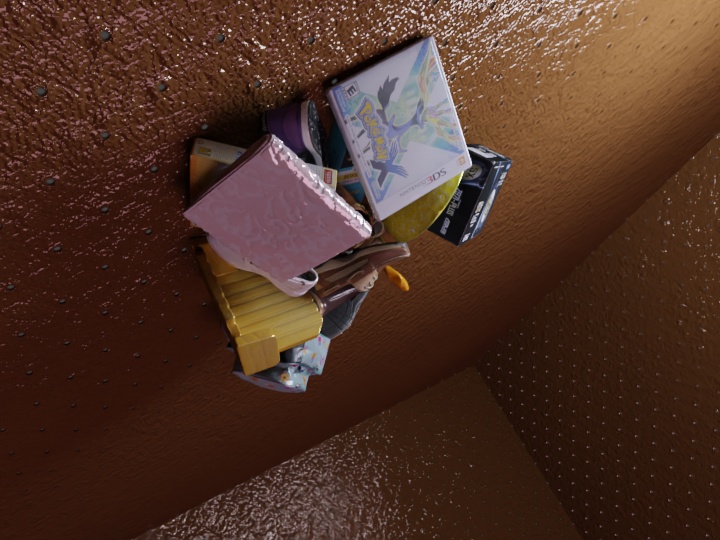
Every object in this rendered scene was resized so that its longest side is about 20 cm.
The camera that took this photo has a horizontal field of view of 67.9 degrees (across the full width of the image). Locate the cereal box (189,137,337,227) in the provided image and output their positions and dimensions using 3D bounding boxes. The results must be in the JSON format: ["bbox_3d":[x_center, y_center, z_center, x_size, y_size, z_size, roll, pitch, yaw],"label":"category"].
[{"bbox_3d":[-0.140,-0.100,0.757,0.193,0.041,0.145,11,142,-10],"label":"cereal box"}]

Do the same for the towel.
[{"bbox_3d":[-0.112,-0.073,0.732,0.188,0.033,0.199,-26,134,32],"label":"towel"}]

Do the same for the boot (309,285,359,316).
[{"bbox_3d":[-0.056,0.050,1.173,0.162,0.075,0.199,-18,-174,-18],"label":"boot"}]

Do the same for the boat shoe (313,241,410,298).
[{"bbox_3d":[0.000,0.000,0.986,0.194,0.076,0.075,-16,180,17],"label":"boat shoe"}]

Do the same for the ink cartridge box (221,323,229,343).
[{"bbox_3d":[-0.214,0.057,1.105,0.158,0.051,0.203,-22,145,-24],"label":"ink cartridge box"}]

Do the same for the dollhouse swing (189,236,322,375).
[{"bbox_3d":[-0.162,0.037,0.911,0.172,0.203,0.183,-23,156,-18],"label":"dollhouse swing"}]

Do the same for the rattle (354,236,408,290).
[{"bbox_3d":[-0.012,0.025,1.146,0.198,0.146,0.128,-36,-159,-33],"label":"rattle"}]

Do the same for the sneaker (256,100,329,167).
[{"bbox_3d":[-0.095,-0.181,0.777,0.084,0.079,0.200,-3,165,5],"label":"sneaker"}]

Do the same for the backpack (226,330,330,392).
[{"bbox_3d":[-0.156,0.163,1.082,0.170,0.159,0.199,6,173,20],"label":"backpack"}]

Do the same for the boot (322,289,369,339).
[{"bbox_3d":[-0.056,0.118,1.327,0.202,0.072,0.152,-55,176,-35],"label":"boot"}]

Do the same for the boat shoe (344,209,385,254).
[{"bbox_3d":[-0.039,-0.069,1.032,0.195,0.076,0.062,-14,150,-35],"label":"boat shoe"}]

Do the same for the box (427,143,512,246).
[{"bbox_3d":[0.214,-0.154,1.054,0.199,0.084,0.168,-25,139,-63],"label":"box"}]

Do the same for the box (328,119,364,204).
[{"bbox_3d":[-0.016,-0.179,0.879,0.080,0.050,0.202,-19,153,-30],"label":"box"}]

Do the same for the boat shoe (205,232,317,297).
[{"bbox_3d":[-0.152,-0.030,0.864,0.197,0.073,0.069,31,147,-26],"label":"boat shoe"}]

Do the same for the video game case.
[{"bbox_3d":[0.063,-0.207,0.790,0.179,0.022,0.205,-30,113,-12],"label":"video game case"}]

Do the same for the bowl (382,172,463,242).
[{"bbox_3d":[0.080,-0.165,0.927,0.106,0.203,0.201,31,123,-19],"label":"bowl"}]

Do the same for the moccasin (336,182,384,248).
[{"bbox_3d":[-0.008,-0.080,0.913,0.073,0.078,0.202,-42,160,-5],"label":"moccasin"}]
